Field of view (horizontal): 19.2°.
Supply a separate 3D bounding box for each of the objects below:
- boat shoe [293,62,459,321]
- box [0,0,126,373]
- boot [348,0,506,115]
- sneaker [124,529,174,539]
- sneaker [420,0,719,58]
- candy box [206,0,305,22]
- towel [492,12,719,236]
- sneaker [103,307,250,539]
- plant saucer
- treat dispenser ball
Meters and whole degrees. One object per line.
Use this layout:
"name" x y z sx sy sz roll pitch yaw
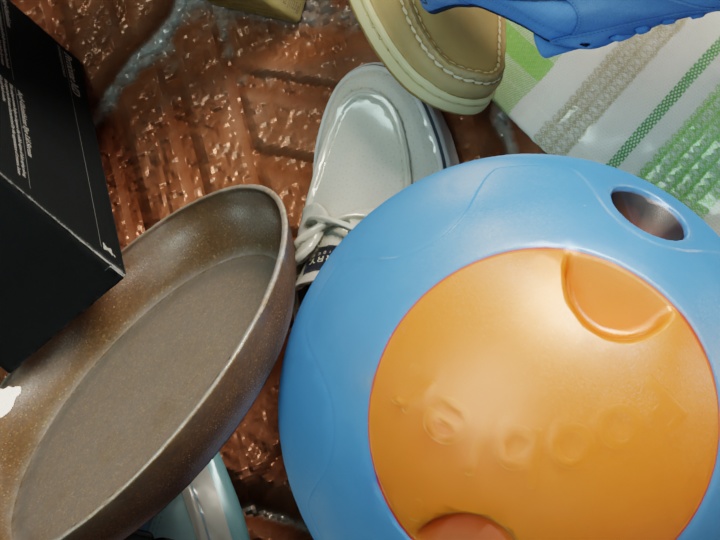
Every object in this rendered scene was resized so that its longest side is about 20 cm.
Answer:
"boat shoe" 0.000 0.000 0.958 0.071 0.070 0.201 -1 81 26
"box" -0.191 -0.068 0.976 0.079 0.141 0.200 -41 33 14
"boot" 0.060 -0.183 0.919 0.155 0.073 0.201 -38 47 44
"sneaker" -0.049 0.163 0.914 0.199 0.075 0.080 14 80 -9
"sneaker" 0.112 -0.123 0.841 0.199 0.066 0.079 9 124 21
"candy box" -0.074 -0.196 0.956 0.055 0.200 0.116 15 87 26
"towel" 0.154 -0.080 0.926 0.149 0.031 0.200 -47 63 9
"sneaker" -0.143 0.079 0.978 0.130 0.080 0.200 -19 67 -19
"plant saucer" -0.094 0.050 0.876 0.200 0.032 0.200 -38 24 20
"treat dispenser ball" 0.067 0.054 0.842 0.200 0.201 0.202 -5 79 25
